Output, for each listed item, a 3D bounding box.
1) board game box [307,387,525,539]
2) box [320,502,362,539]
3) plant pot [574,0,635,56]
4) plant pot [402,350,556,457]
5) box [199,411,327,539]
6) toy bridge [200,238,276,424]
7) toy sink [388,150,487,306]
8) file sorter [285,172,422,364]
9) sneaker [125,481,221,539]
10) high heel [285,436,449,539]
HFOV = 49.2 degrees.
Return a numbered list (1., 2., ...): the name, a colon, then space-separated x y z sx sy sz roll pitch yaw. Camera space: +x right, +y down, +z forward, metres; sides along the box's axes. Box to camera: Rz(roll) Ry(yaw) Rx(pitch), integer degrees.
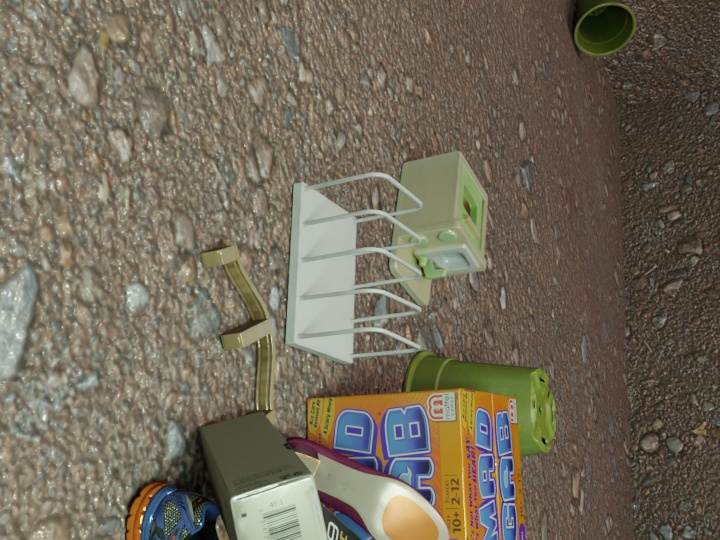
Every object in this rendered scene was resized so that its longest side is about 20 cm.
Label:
1. board game box: 0.071 0.254 0.948 0.199 0.199 0.202 21 65 -59
2. box: -0.044 0.336 0.740 0.158 0.049 0.201 53 32 -36
3. plant pot: 0.804 -0.862 2.652 0.200 0.199 0.191 52 27 -43
4. plant pot: 0.190 0.215 1.196 0.200 0.189 0.202 26 60 -58
5. box: -0.089 0.190 0.680 0.200 0.068 0.083 -162 -119 -71
6. toy bridge: -0.118 0.065 0.826 0.067 0.027 0.202 -25 105 -64
7. toy sink: 0.130 -0.063 1.236 0.130 0.111 0.201 48 43 -46
8. file sorter: 0.000 0.000 0.964 0.139 0.124 0.202 28 59 -56
9. sneaker: -0.144 0.282 0.667 0.075 0.078 0.202 -19 99 -61
10. high heel: -0.002 0.236 0.834 0.096 0.199 0.068 144 -33 -82
